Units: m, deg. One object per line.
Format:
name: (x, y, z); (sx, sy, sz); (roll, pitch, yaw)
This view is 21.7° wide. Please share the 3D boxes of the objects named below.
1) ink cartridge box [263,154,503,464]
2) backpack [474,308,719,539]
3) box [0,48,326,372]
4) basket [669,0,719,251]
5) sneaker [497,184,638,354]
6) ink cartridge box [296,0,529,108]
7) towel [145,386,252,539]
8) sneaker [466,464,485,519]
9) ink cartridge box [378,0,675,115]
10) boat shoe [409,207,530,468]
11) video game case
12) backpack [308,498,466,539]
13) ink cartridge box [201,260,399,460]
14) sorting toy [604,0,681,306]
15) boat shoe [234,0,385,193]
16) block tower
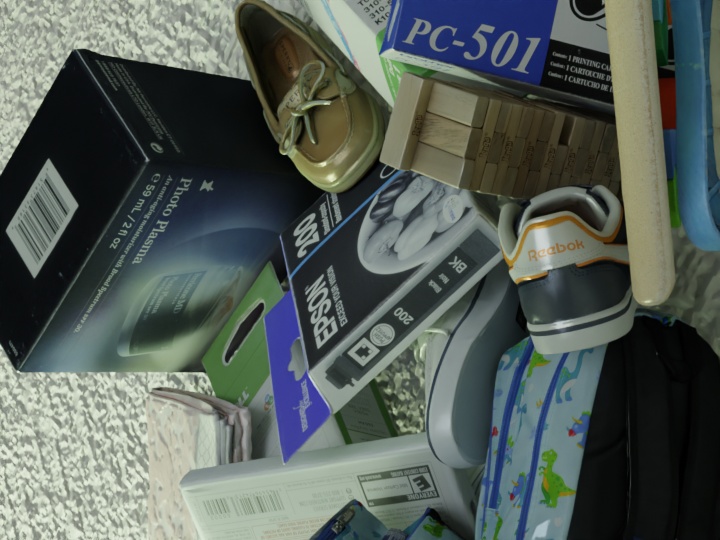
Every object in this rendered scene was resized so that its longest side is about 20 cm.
ink cartridge box: (0.000, 0.000, 1.200); (0.200, 0.043, 0.199); (-44, 23, 13)
backpack: (0.142, 0.120, 1.080); (0.153, 0.162, 0.202); (9, 85, 57)
box: (-0.148, -0.035, 1.343); (0.124, 0.197, 0.201); (53, 122, 30)
basket: (0.225, -0.091, 0.976); (0.138, 0.199, 0.179); (-7, 80, 41)
sneaker: (0.123, -0.012, 1.070); (0.078, 0.200, 0.080); (-15, 97, 8)
ink cartridge box: (0.046, -0.194, 1.200); (0.144, 0.084, 0.200); (-34, 55, -8)
towel: (-0.118, 0.191, 1.357); (0.191, 0.032, 0.203); (180, 88, -68)
sneaker: (0.069, 0.156, 1.206); (0.200, 0.074, 0.088); (-49, 61, 31)
ink cartridge box: (0.117, -0.148, 1.094); (0.044, 0.198, 0.095); (-175, 98, -80)
boat shoe: (0.059, 0.039, 1.161); (0.085, 0.075, 0.203); (-11, 44, 34)
video game case: (-0.002, 0.199, 1.212); (0.198, 0.023, 0.184); (-12, 108, 28)
backpack: (-0.007, 0.251, 1.106); (0.146, 0.200, 0.184); (29, 123, 12)
ink cartridge box: (-0.040, 0.101, 1.311); (0.104, 0.059, 0.201); (-55, 39, 27)
sorting toy: (0.148, -0.101, 0.964); (0.036, 0.200, 0.187); (-5, 109, 9)
boat shoe: (-0.042, -0.123, 1.301); (0.073, 0.063, 0.200); (-46, 37, 9)
block tower: (0.102, -0.072, 1.099); (0.058, 0.199, 0.055); (24, 104, 43)
